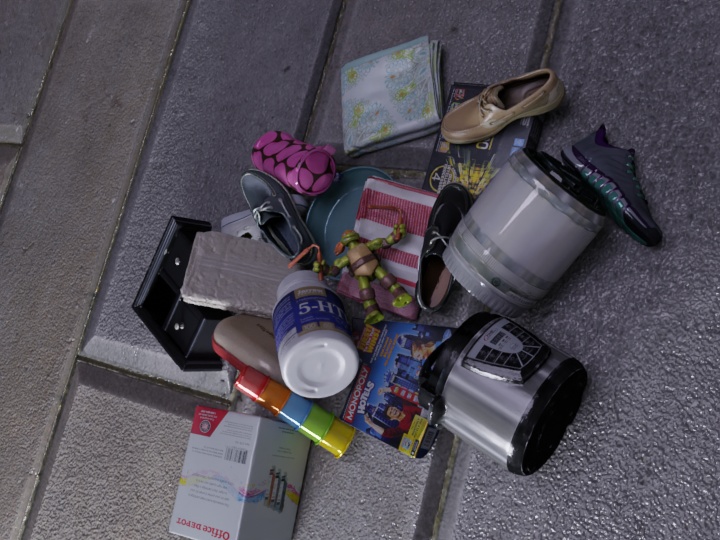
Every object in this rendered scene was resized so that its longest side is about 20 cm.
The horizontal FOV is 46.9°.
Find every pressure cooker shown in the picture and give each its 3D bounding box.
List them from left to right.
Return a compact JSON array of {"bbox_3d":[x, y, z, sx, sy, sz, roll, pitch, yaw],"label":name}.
[{"bbox_3d":[0.180,0.156,1.118,0.199,0.175,0.180,30,95,32],"label":"pressure cooker"}]

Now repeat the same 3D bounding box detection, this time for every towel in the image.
[{"bbox_3d":[-0.201,0.010,1.422,0.197,0.035,0.134,13,67,-3],"label":"towel"},{"bbox_3d":[0.053,-0.303,1.441,0.198,0.048,0.174,-13,67,29],"label":"towel"},{"bbox_3d":[0.050,-0.037,1.322,0.142,0.023,0.203,17,97,19],"label":"towel"}]

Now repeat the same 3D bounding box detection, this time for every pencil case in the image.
[{"bbox_3d":[-0.117,-0.195,1.466,0.199,0.090,0.095,30,96,51],"label":"pencil case"}]

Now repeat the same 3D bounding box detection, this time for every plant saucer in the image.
[{"bbox_3d":[-0.005,-0.076,1.408,0.198,0.036,0.203,-11,69,29],"label":"plant saucer"}]

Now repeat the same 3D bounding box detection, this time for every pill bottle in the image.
[{"bbox_3d":[-0.077,0.090,1.295,0.120,0.119,0.201,-42,32,14],"label":"pill bottle"}]

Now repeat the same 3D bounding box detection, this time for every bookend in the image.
[{"bbox_3d":[-0.296,0.043,1.493,0.200,0.092,0.200,42,112,35],"label":"bookend"}]

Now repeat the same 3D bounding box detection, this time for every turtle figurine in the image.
[{"bbox_3d":[0.000,0.000,1.287,0.198,0.065,0.163,-25,70,-7],"label":"turtle figurine"}]

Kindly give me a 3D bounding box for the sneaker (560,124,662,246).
[{"bbox_3d":[0.371,-0.126,1.165,0.087,0.074,0.201,-37,60,4],"label":"sneaker"}]

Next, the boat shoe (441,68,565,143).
[{"bbox_3d":[0.206,-0.255,1.257,0.198,0.064,0.072,-20,65,24],"label":"boat shoe"}]

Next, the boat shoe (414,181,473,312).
[{"bbox_3d":[0.128,-0.034,1.258,0.071,0.068,0.203,15,94,9],"label":"boat shoe"}]

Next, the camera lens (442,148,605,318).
[{"bbox_3d":[0.230,-0.055,1.162,0.201,0.159,0.160,-53,54,20],"label":"camera lens"}]

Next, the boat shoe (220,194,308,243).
[{"bbox_3d":[-0.175,-0.071,1.492,0.200,0.074,0.087,-16,65,30],"label":"boat shoe"}]

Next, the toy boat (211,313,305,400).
[{"bbox_3d":[-0.160,0.163,1.392,0.199,0.130,0.132,30,121,36],"label":"toy boat"}]

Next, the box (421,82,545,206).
[{"bbox_3d":[0.195,-0.191,1.311,0.160,0.049,0.203,14,83,32],"label":"box"}]

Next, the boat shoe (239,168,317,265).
[{"bbox_3d":[-0.147,-0.096,1.411,0.073,0.062,0.201,-40,77,16],"label":"boat shoe"}]

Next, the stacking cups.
[{"bbox_3d":[-0.101,0.212,1.279,0.061,0.199,0.061,-52,11,15],"label":"stacking cups"}]

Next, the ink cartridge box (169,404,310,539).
[{"bbox_3d":[-0.188,0.332,1.318,0.144,0.144,0.203,4,76,34],"label":"ink cartridge box"}]

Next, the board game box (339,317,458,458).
[{"bbox_3d":[0.055,0.157,1.274,0.198,0.061,0.202,20,86,37],"label":"board game box"}]
